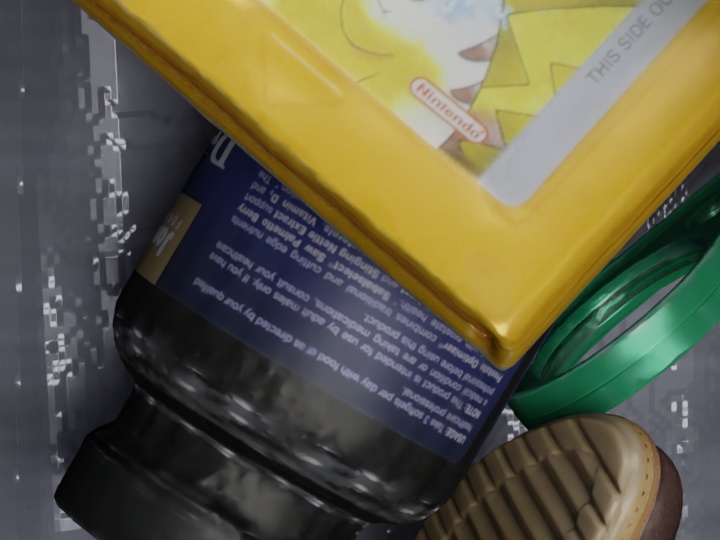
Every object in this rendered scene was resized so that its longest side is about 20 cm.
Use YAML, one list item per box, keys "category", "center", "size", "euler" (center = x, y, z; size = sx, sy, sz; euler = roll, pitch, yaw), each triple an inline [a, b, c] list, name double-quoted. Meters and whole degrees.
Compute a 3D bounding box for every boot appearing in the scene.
- category: "boot"
  center: [0.089, 0.124, 0.850]
  size: [0.166, 0.072, 0.200]
  euler: [11, 131, -26]

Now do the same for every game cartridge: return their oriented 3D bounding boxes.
- category: "game cartridge"
  center: [0.037, -0.103, 0.734]
  size: [0.176, 0.032, 0.200]
  euler: [40, 77, 9]

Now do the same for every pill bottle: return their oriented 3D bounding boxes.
- category: "pill bottle"
  center: [0.000, 0.000, 0.799]
  size: [0.112, 0.112, 0.200]
  euler: [31, 89, -22]

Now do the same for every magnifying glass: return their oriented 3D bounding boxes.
- category: "magnifying glass"
  center: [0.114, -0.021, 0.847]
  size: [0.200, 0.080, 0.022]
  euler: [-43, 100, -27]
